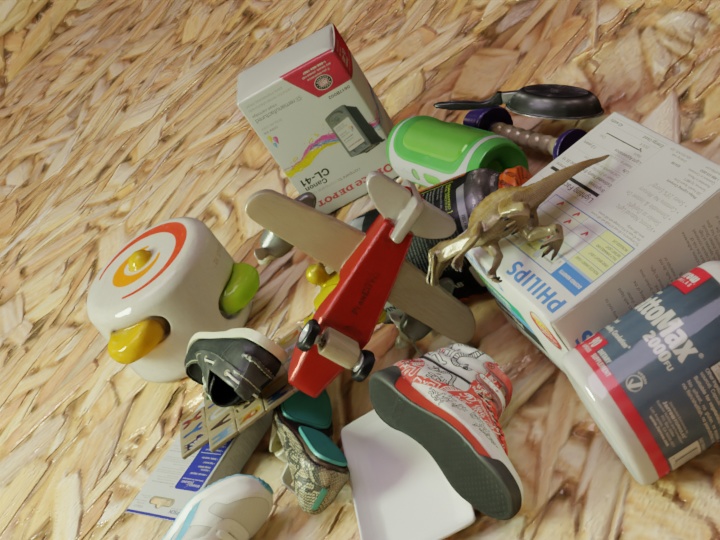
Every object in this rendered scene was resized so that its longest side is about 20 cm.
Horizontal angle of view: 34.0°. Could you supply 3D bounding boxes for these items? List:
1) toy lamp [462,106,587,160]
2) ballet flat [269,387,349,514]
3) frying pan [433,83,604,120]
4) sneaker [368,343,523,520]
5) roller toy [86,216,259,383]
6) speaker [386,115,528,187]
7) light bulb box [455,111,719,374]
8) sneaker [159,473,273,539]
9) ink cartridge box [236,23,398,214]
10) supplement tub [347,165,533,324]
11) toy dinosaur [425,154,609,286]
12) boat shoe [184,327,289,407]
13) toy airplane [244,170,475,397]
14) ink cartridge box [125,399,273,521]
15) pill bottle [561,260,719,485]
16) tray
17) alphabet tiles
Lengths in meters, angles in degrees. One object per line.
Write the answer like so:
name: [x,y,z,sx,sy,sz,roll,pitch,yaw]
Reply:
toy lamp: [0.187,-0.156,1.365,0.058,0.058,0.199,-43,31,-14]
ballet flat: [-0.058,0.171,1.146,0.076,0.067,0.200,-63,19,14]
frying pan: [0.193,-0.201,1.376,0.188,0.031,0.115,14,23,28]
sneaker: [0.103,0.129,1.024,0.107,0.068,0.201,-19,34,-28]
roller toy: [-0.239,0.032,1.447,0.200,0.140,0.182,-44,30,-13]
speaker: [0.109,-0.129,1.378,0.088,0.089,0.200,-42,30,-12]
light bulb box: [0.225,-0.013,1.055,0.199,0.125,0.198,-38,30,-2]
sneaker: [-0.153,0.275,1.095,0.200,0.077,0.081,-44,39,-2]
ink cartridge box: [-0.047,-0.188,1.502,0.146,0.201,0.086,-27,31,14]
supplement tub: [0.091,-0.029,1.216,0.198,0.123,0.123,-20,33,25]
toy dinosaur: [0.134,-0.050,1.018,0.199,0.058,0.101,-34,28,6]
boat shoe: [-0.142,0.104,1.202,0.199,0.071,0.068,-14,47,62]
toy airplane: [0.000,0.000,1.129,0.197,0.202,0.141,-17,8,-15]
ink cartridge box: [-0.158,0.189,1.250,0.094,0.037,0.201,-2,41,43]
pill bottle: [0.268,0.064,0.911,0.199,0.120,0.120,-34,30,2]
tray: [0.042,0.186,1.064,0.107,0.022,0.201,-30,30,9]
alphabet tiles: [-0.105,0.118,1.218,0.199,0.006,0.166,-36,16,0]
